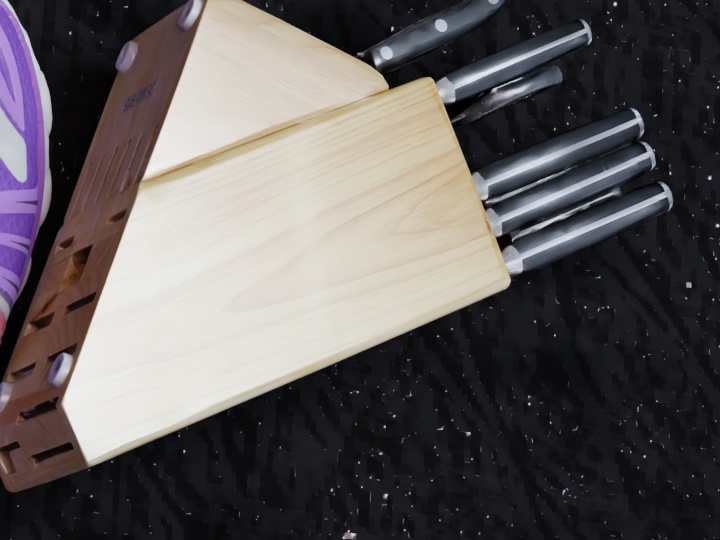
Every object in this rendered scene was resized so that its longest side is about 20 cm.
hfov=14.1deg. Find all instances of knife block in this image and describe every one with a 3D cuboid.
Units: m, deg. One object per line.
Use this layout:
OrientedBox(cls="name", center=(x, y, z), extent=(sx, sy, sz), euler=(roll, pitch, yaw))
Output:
OrientedBox(cls="knife block", center=(0.000, 0.000, 0.885), extent=(0.175, 0.064, 0.200), euler=(27, 67, -20))

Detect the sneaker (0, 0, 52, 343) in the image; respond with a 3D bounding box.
OrientedBox(cls="sneaker", center=(-0.126, 0.009, 0.840), extent=(0.080, 0.083, 0.201), euler=(10, 79, -19))
